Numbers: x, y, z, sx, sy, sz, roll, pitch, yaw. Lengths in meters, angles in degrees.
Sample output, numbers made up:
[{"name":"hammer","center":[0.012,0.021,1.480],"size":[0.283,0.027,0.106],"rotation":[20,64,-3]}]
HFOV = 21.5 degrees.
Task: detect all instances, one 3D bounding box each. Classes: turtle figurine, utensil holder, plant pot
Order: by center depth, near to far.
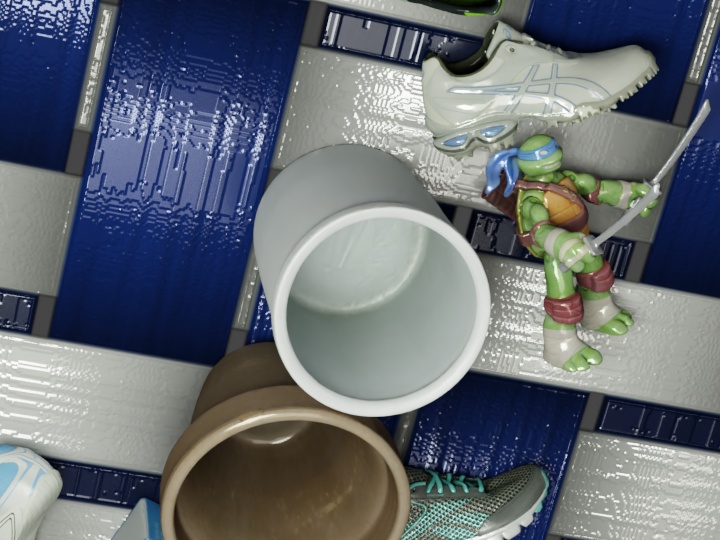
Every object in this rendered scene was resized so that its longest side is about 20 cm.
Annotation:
[{"name":"utensil holder","center":[0.000,0.000,1.525],"size":[0.169,0.200,0.170],"rotation":[-4,110,-10]},{"name":"plant pot","center":[-0.069,0.149,1.570],"size":[0.200,0.175,0.201],"rotation":[-4,121,-6]},{"name":"turtle figurine","center":[0.206,-0.019,1.581],"size":[0.199,0.144,0.194],"rotation":[-7,119,6]}]

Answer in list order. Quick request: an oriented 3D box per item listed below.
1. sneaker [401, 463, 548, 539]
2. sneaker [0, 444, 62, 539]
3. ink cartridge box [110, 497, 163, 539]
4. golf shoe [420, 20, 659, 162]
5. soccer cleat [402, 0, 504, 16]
[{"name":"sneaker","center":[0.069,0.209,1.682],"size":[0.200,0.078,0.091],"rotation":[-24,108,-3]},{"name":"sneaker","center":[-0.318,0.236,1.632],"size":[0.072,0.072,0.200],"rotation":[32,111,16]},{"name":"ink cartridge box","center":[-0.146,0.317,1.675],"size":[0.200,0.085,0.145],"rotation":[32,101,-20]},{"name":"golf shoe","center":[0.145,-0.164,1.562],"size":[0.199,0.078,0.097],"rotation":[-19,105,-5]},{"name":"soccer cleat","center":[0.022,-0.246,1.503],"size":[0.199,0.081,0.068],"rotation":[12,107,-14]}]
